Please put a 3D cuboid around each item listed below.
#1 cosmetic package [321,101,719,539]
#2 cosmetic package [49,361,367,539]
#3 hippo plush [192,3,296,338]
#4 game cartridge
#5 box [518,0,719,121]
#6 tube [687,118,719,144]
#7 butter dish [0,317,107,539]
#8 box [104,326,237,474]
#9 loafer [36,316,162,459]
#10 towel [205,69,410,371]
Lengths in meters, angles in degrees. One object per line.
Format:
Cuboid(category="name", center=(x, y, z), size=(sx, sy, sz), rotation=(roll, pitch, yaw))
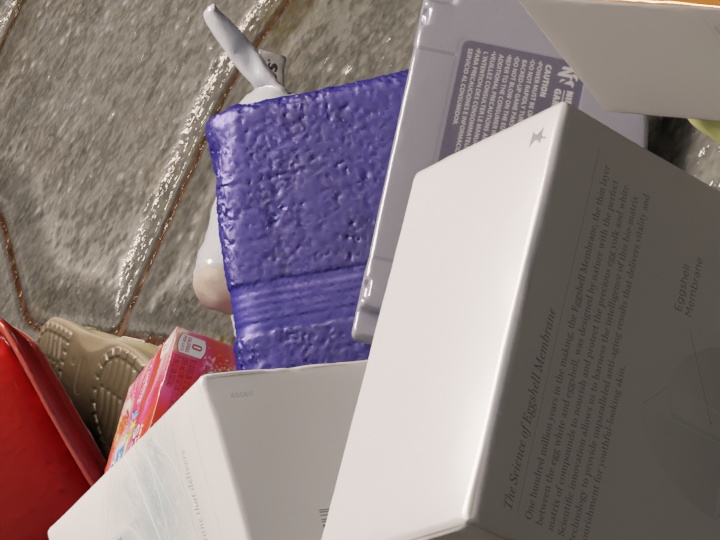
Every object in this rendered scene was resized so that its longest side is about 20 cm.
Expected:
Cuboid(category="cosmetic package", center=(0.110, 0.068, 1.266), size=(0.123, 0.200, 0.199), rotation=(-22, 46, 52))
Cuboid(category="cosmetic package", center=(-0.042, 0.175, 1.397), size=(0.200, 0.123, 0.199), rotation=(-46, 55, 52))
Cuboid(category="hippo plush", center=(0.009, -0.041, 1.664), size=(0.161, 0.159, 0.200), rotation=(-5, 71, 25))
Cuboid(category="game cartridge", center=(0.079, -0.045, 1.505), size=(0.041, 0.133, 0.200), rotation=(85, -163, -73))
Cuboid(category="box", center=(0.194, -0.143, 1.351), size=(0.200, 0.097, 0.124), rotation=(8, 62, 43))
Cuboid(category="tube", center=(0.220, -0.060, 1.366), size=(0.200, 0.052, 0.058), rotation=(-137, 49, -58))
Cuboid(category="butter dish", center=(-0.256, 0.122, 1.837), size=(0.148, 0.199, 0.200), rotation=(-33, 22, -16))
Cuboid(category="box", center=(-0.096, 0.146, 1.590), size=(0.100, 0.095, 0.200), rotation=(133, 154, -60))
Cuboid(category="loafer", center=(-0.142, 0.078, 1.853), size=(0.200, 0.068, 0.076), rotation=(32, 110, 53))
Cuboid(category="towel", center=(0.000, 0.000, 1.557), size=(0.148, 0.050, 0.200), rotation=(-10, 82, 10))
